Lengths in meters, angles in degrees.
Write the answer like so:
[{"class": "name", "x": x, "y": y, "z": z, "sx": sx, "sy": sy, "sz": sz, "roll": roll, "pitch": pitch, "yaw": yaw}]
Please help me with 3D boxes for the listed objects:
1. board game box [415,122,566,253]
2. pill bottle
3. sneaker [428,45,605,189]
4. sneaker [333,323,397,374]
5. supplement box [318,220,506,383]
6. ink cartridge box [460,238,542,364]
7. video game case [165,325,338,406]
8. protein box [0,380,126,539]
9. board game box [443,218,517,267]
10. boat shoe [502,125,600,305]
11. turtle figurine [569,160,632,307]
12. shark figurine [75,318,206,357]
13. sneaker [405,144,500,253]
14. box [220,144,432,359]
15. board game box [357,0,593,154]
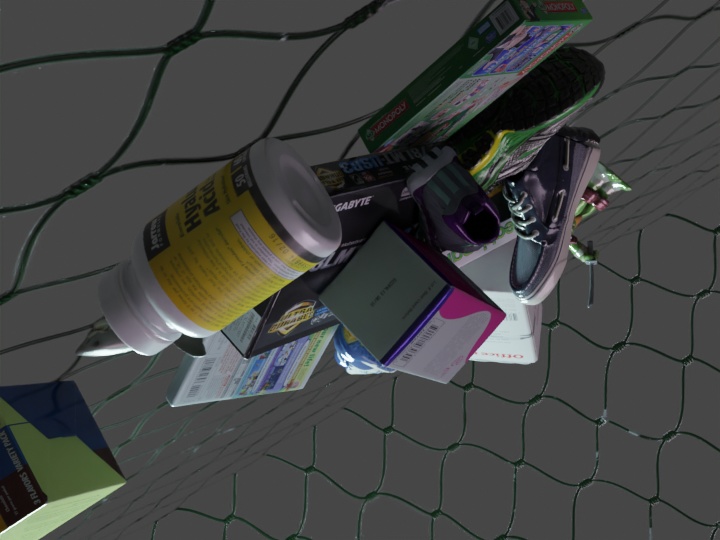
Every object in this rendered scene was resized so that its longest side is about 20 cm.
[{"class": "board game box", "x": 0.138, "y": -0.109, "z": 1.412, "sx": 0.198, "sy": 0.028, "sz": 0.137, "roll": -25, "pitch": 129, "yaw": -24}, {"class": "pill bottle", "x": -0.123, "y": -0.013, "z": 1.111, "sx": 0.199, "sy": 0.112, "sz": 0.111, "roll": -34, "pitch": 169, "yaw": 18}, {"class": "sneaker", "x": 0.160, "y": -0.150, "z": 1.311, "sx": 0.199, "sy": 0.079, "sz": 0.085, "roll": -33, "pitch": 152, "yaw": 27}, {"class": "sneaker", "x": 0.004, "y": 0.095, "z": 1.521, "sx": 0.087, "sy": 0.076, "sz": 0.200, "roll": -24, "pitch": 168, "yaw": 19}, {"class": "supplement box", "x": 0.057, "y": 0.037, "z": 1.316, "sx": 0.101, "sy": 0.103, "sz": 0.200, "roll": -48, "pitch": 156, "yaw": 7}, {"class": "ink cartridge box", "x": 0.141, "y": 0.033, "z": 1.603, "sx": 0.144, "sy": 0.084, "sz": 0.201, "roll": 3, "pitch": 153, "yaw": 14}, {"class": "video game case", "x": -0.097, "y": 0.062, "z": 1.405, "sx": 0.180, "sy": 0.022, "sz": 0.201, "roll": -4, "pitch": 135, "yaw": -41}, {"class": "protein box", "x": -0.399, "y": 0.230, "z": 1.419, "sx": 0.199, "sy": 0.136, "sz": 0.198, "roll": -33, "pitch": 170, "yaw": 10}, {"class": "board game box", "x": 0.119, "y": -0.079, "z": 1.470, "sx": 0.198, "sy": 0.128, "sz": 0.035, "roll": -27, "pitch": -153, "yaw": -18}, {"class": "boat shoe", "x": 0.181, "y": -0.065, "z": 1.411, "sx": 0.092, "sy": 0.074, "sz": 0.202, "roll": 10, "pitch": 102, "yaw": -34}, {"class": "turtle figurine", "x": 0.356, "y": -0.061, "z": 2.073, "sx": 0.194, "sy": 0.143, "sz": 0.200, "roll": -51, "pitch": -151, "yaw": 12}, {"class": "shark figurine", "x": -0.171, "y": 0.039, "z": 1.306, "sx": 0.214, "sy": 0.090, "sz": 0.128, "roll": -35, "pitch": 170, "yaw": 34}, {"class": "sneaker", "x": 0.102, "y": -0.042, "z": 1.272, "sx": 0.074, "sy": 0.088, "sz": 0.200, "roll": -42, "pitch": 154, "yaw": 2}, {"class": "box", "x": -0.024, "y": -0.022, "z": 1.272, "sx": 0.199, "sy": 0.050, "sz": 0.200, "roll": -17, "pitch": 146, "yaw": -48}, {"class": "board game box", "x": 0.104, "y": -0.178, "z": 1.200, "sx": 0.199, "sy": 0.029, "sz": 0.134, "roll": -38, "pitch": 168, "yaw": 34}]
